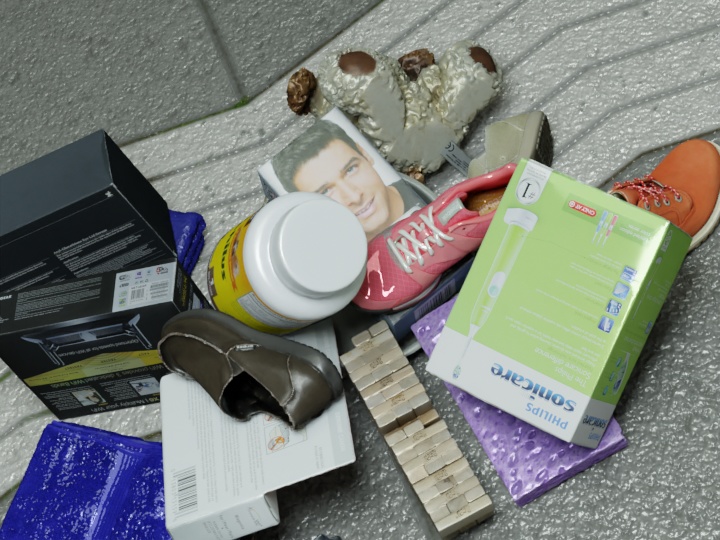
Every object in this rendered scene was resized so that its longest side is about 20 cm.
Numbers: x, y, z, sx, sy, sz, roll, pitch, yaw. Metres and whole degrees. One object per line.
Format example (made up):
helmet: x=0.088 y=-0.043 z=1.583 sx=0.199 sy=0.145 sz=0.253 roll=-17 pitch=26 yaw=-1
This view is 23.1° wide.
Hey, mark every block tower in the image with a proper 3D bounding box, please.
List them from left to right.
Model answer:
block tower: x=0.049 y=0.144 z=1.549 sx=0.054 sy=0.058 sz=0.200 roll=-29 pitch=60 yaw=-3

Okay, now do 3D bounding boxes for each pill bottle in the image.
pill bottle: x=-0.061 y=-0.005 z=1.526 sx=0.109 sy=0.109 sz=0.200 roll=-54 pitch=10 yaw=-19

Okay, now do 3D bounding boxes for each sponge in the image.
sponge: x=0.138 y=0.100 z=1.560 sx=0.111 sy=0.030 sz=0.200 roll=-31 pitch=61 yaw=1

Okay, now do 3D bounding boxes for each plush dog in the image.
plush dog: x=0.022 y=-0.163 z=1.769 sx=0.199 sy=0.161 sz=0.172 roll=-7 pitch=27 yaw=-27

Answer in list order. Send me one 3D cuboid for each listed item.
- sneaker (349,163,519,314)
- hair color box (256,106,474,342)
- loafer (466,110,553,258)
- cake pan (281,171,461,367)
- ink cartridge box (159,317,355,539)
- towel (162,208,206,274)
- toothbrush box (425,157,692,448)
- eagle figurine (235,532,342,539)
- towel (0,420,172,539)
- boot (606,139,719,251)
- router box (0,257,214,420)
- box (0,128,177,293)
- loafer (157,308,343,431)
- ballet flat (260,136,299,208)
sneaker: x=0.068 y=-0.038 z=1.546 sx=0.200 sy=0.087 sz=0.074 roll=-33 pitch=72 yaw=-6
hair color box: x=0.005 y=-0.043 z=1.631 sx=0.099 sy=0.061 sz=0.200 roll=-39 pitch=72 yaw=-9
loafer: x=0.133 y=-0.069 z=1.681 sx=0.068 sy=0.076 sz=0.201 roll=0 pitch=47 yaw=25
cake pan: x=0.000 y=0.000 z=1.668 sx=0.199 sy=0.037 sz=0.201 roll=-1 pitch=70 yaw=4
ink cartridge box: x=-0.089 y=0.143 z=1.557 sx=0.173 sy=0.044 sz=0.200 roll=-19 pitch=37 yaw=6
towel: x=-0.263 y=-0.003 z=1.824 sx=0.199 sy=0.050 sz=0.148 roll=9 pitch=67 yaw=28
toothbrush box: x=0.168 y=0.028 z=1.489 sx=0.145 sy=0.086 sz=0.201 roll=25 pitch=91 yaw=26
eagle figurine: x=-0.105 y=0.294 z=1.505 sx=0.200 sy=0.151 sz=0.152 roll=-32 pitch=87 yaw=-40
towel: x=-0.234 y=0.214 z=1.638 sx=0.199 sy=0.050 sz=0.148 roll=7 pitch=59 yaw=28
boot: x=0.265 y=-0.057 z=1.590 sx=0.075 sy=0.107 sz=0.200 roll=22 pitch=66 yaw=36
router box: x=-0.234 y=0.069 z=1.683 sx=0.199 sy=0.157 sz=0.052 roll=-11 pitch=53 yaw=16
box: x=-0.303 y=-0.037 z=1.744 sx=0.199 sy=0.141 sz=0.079 roll=-23 pitch=56 yaw=10
loafer: x=-0.110 y=0.088 z=1.537 sx=0.199 sy=0.073 sz=0.071 roll=11 pitch=48 yaw=39
ballet flat: x=-0.078 y=-0.037 z=1.746 sx=0.068 sy=0.075 sz=0.201 roll=19 pitch=71 yaw=15
